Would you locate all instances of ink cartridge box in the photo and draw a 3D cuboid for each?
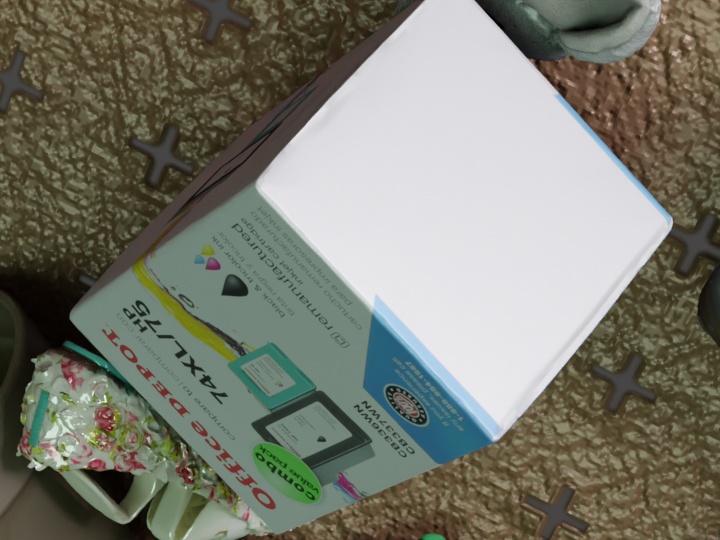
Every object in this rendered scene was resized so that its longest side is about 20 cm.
[{"bbox_3d":[0.000,0.000,1.144,0.147,0.146,0.200,47,148,-8],"label":"ink cartridge box"}]

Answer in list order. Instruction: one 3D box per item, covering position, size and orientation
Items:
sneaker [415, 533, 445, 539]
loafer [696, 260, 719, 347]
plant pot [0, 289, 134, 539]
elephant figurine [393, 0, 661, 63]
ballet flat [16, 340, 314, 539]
[{"bbox_3d":[0.012,0.168,1.314,0.200,0.074,0.084,15,93,13],"label":"sneaker"},{"bbox_3d":[0.235,0.050,1.192,0.200,0.071,0.073,39,76,-11],"label":"loafer"},{"bbox_3d":[-0.197,0.136,1.301,0.200,0.200,0.174,-23,124,25],"label":"plant pot"},{"bbox_3d":[0.090,-0.148,1.115,0.141,0.155,0.200,-21,127,-21],"label":"elephant figurine"},{"bbox_3d":[-0.095,0.096,1.252,0.076,0.200,0.064,19,79,45],"label":"ballet flat"}]
